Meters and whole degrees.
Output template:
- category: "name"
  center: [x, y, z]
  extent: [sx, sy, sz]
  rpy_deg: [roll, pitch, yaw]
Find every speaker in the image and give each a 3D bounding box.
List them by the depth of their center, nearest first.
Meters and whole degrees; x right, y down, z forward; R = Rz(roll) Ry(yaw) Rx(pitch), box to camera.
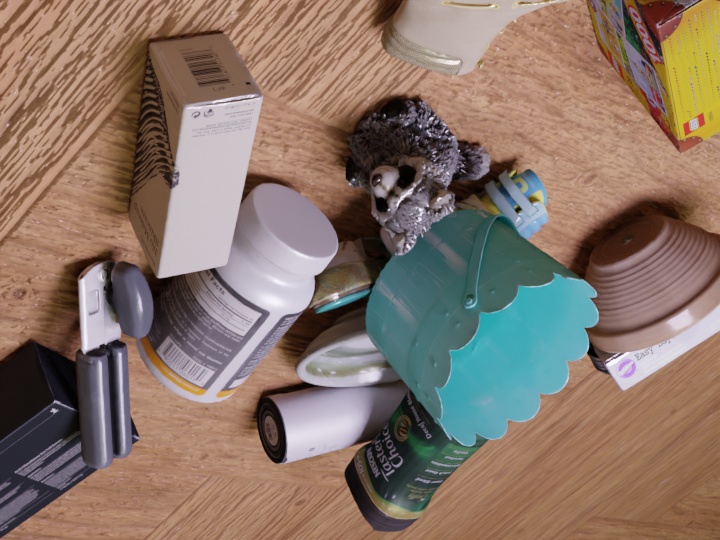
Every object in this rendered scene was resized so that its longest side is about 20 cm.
- category: "speaker"
  center: [-0.016, 0.169, 1.488]
  extent: [0.199, 0.081, 0.081]
  rpy_deg: [-10, 143, -28]

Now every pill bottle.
- category: "pill bottle"
  center: [-0.114, 0.021, 1.171]
  extent: [0.116, 0.117, 0.200]
  rpy_deg: [8, 132, -45]

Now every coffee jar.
- category: "coffee jar"
  center: [0.065, 0.203, 1.432]
  extent: [0.085, 0.104, 0.200]
  rpy_deg: [10, 127, -39]

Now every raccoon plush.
- category: "raccoon plush"
  center: [0.079, -0.082, 1.163]
  extent: [0.199, 0.134, 0.097]
  rpy_deg: [-4, 139, -35]

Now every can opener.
- category: "can opener"
  center: [-0.225, 0.088, 1.156]
  extent: [0.053, 0.067, 0.201]
  rpy_deg: [-25, 120, -54]

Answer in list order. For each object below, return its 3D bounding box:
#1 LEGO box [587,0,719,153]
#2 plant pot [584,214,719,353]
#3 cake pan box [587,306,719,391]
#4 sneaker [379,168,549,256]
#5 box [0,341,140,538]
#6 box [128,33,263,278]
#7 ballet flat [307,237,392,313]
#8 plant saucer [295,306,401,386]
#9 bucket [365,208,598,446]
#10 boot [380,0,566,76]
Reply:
- category: "LEGO box"
  center: [0.264, -0.222, 1.104]
  extent: [0.077, 0.149, 0.200]
  rpy_deg: [-31, 148, 3]
- category: "plant pot"
  center: [0.336, -0.001, 1.484]
  extent: [0.200, 0.201, 0.093]
  rpy_deg: [-33, 107, 5]
- category: "cake pan box"
  center: [0.361, 0.049, 1.541]
  extent: [0.200, 0.184, 0.052]
  rpy_deg: [-34, 105, 5]
- category: "sneaker"
  center: [0.115, -0.057, 1.284]
  extent: [0.131, 0.080, 0.200]
  rpy_deg: [-46, 154, 28]
- category: "box"
  center: [-0.342, 0.173, 1.236]
  extent: [0.200, 0.079, 0.141]
  rpy_deg: [-35, 150, 9]
- category: "box"
  center: [-0.139, -0.090, 1.031]
  extent: [0.068, 0.082, 0.200]
  rpy_deg: [-13, 143, -26]
- category: "ballet flat"
  center: [0.000, 0.000, 1.250]
  extent: [0.071, 0.071, 0.200]
  rpy_deg: [-47, 162, 25]
- category: "plant saucer"
  center: [0.024, 0.076, 1.389]
  extent: [0.199, 0.050, 0.200]
  rpy_deg: [-9, 159, -3]
- category: "bucket"
  center: [0.113, 0.049, 1.208]
  extent: [0.207, 0.135, 0.208]
  rpy_deg: [-27, 142, -24]
- category: "boot"
  center: [0.124, -0.222, 1.019]
  extent: [0.199, 0.073, 0.156]
  rpy_deg: [-6, 160, -14]
